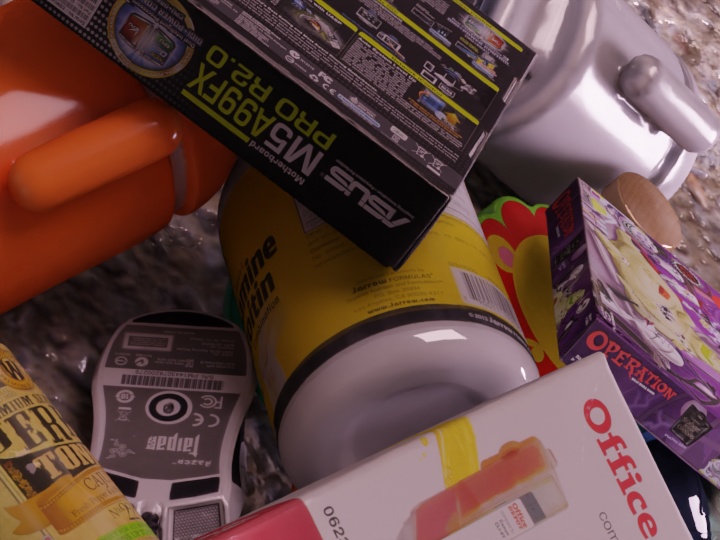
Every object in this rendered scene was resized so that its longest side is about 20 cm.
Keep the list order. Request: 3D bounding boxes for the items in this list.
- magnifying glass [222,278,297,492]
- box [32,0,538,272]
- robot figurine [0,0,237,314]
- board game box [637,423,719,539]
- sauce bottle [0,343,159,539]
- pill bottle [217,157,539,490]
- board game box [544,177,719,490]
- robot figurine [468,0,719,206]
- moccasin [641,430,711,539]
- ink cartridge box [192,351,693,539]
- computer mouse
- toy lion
[{"bbox_3d":[-0.020,0.065,1.019,0.079,0.022,0.201,-5,59,2],"label":"magnifying glass"},{"bbox_3d":[-0.033,-0.105,0.928,0.199,0.044,0.160,37,30,-3],"label":"box"},{"bbox_3d":[-0.134,-0.055,0.953,0.199,0.144,0.117,-28,72,-21],"label":"robot figurine"},{"bbox_3d":[0.096,0.143,0.982,0.135,0.028,0.200,40,67,3],"label":"board game box"},{"bbox_3d":[-0.142,0.066,0.845,0.200,0.065,0.065,49,39,14],"label":"sauce bottle"},{"bbox_3d":[0.000,0.000,0.975,0.111,0.112,0.201,14,37,-30],"label":"pill bottle"},{"bbox_3d":[0.136,0.031,1.007,0.120,0.032,0.200,42,16,-11],"label":"board game box"},{"bbox_3d":[0.107,-0.094,1.198,0.200,0.169,0.114,36,76,-46],"label":"robot figurine"},{"bbox_3d":[0.062,0.124,0.923,0.199,0.080,0.069,-20,81,-18],"label":"moccasin"},{"bbox_3d":[0.029,0.133,0.808,0.199,0.083,0.146,-23,85,-37],"label":"ink cartridge box"},{"bbox_3d":[-0.080,0.095,0.934,0.109,0.044,0.201,4,41,4],"label":"computer mouse"},{"bbox_3d":[0.124,0.047,1.109,0.200,0.069,0.192,53,33,1],"label":"toy lion"}]
